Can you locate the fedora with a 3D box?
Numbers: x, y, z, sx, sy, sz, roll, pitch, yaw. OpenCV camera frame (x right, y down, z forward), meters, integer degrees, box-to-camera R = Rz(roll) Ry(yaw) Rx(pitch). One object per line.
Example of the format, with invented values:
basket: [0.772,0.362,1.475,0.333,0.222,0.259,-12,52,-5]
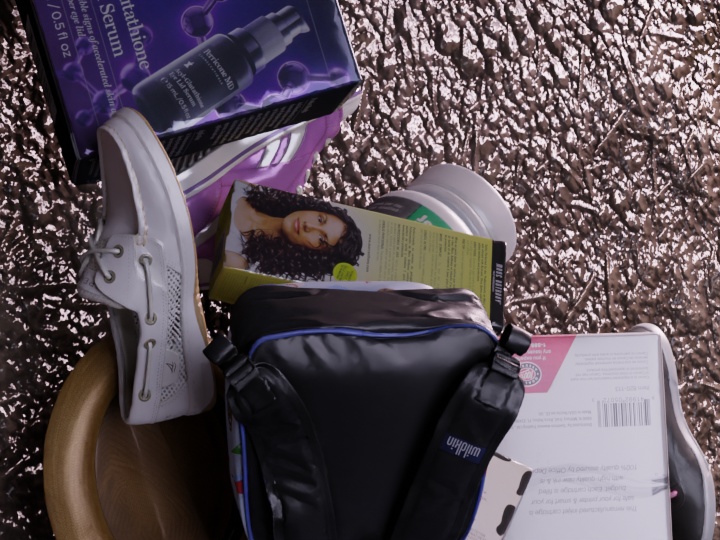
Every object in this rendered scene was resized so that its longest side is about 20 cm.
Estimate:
fedora: [-0.142,0.137,1.163,0.200,0.082,0.202,4,83,-38]

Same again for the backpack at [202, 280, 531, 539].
backpack: [-0.005,0.102,1.109,0.198,0.154,0.192,2,110,-7]

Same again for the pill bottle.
pill bottle: [0.022,0.012,1.288,0.200,0.113,0.113,-43,109,-34]

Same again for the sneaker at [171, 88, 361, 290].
sneaker: [-0.065,-0.059,1.263,0.200,0.073,0.115,-35,109,-25]

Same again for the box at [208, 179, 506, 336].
box: [0.000,0.000,1.188,0.199,0.050,0.076,12,58,-13]

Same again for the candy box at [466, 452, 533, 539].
candy box: [0.025,0.191,1.220,0.136,0.061,0.200,25,40,9]

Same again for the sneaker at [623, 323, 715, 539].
sneaker: [0.231,0.151,1.462,0.099,0.071,0.201,-13,85,-36]

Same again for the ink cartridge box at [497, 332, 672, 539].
ink cartridge box: [0.161,0.152,1.363,0.145,0.083,0.202,-1,84,-9]

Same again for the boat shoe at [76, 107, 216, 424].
boat shoe: [-0.141,0.002,1.071,0.069,0.071,0.201,-17,106,-23]

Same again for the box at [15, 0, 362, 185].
box: [-0.118,-0.158,1.157,0.199,0.104,0.149,-18,87,-13]
